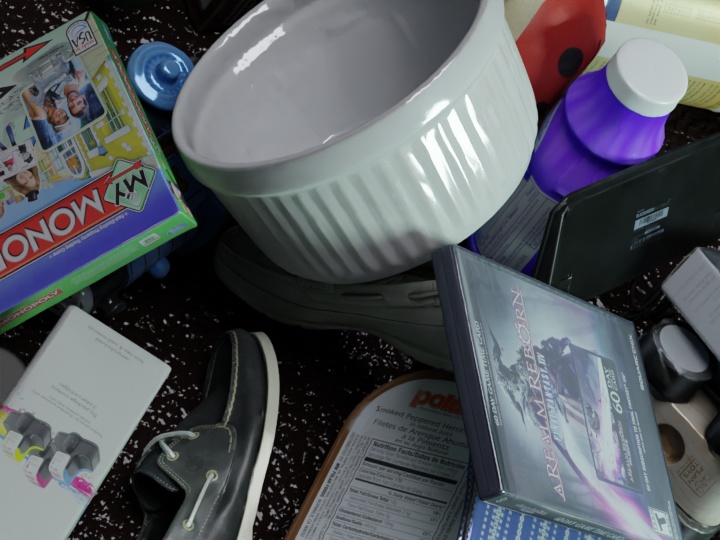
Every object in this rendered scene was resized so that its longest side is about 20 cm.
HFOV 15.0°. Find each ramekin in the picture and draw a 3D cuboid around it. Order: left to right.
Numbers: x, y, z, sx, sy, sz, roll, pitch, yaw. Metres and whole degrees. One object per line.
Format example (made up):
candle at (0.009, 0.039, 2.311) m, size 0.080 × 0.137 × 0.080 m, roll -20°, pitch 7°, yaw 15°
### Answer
ramekin at (0.005, -0.083, 1.529) m, size 0.105 × 0.199 × 0.200 m, roll 58°, pitch 44°, yaw -31°

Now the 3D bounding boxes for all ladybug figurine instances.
ladybug figurine at (0.088, -0.121, 1.668) m, size 0.072 × 0.200 × 0.136 m, roll 43°, pitch 47°, yaw 3°

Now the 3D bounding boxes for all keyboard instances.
keyboard at (0.162, -0.012, 1.635) m, size 0.021 × 0.128 × 0.200 m, roll 27°, pitch 31°, yaw 33°

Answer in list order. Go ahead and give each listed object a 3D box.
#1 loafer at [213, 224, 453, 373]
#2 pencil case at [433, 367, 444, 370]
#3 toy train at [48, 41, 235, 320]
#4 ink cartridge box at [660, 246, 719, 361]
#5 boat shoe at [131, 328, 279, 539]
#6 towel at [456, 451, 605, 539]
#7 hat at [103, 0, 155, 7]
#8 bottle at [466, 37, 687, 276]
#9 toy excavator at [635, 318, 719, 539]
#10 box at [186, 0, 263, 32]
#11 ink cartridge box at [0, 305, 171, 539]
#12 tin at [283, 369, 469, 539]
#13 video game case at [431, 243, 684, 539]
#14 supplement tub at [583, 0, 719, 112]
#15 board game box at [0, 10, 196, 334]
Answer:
loafer at (0.000, 0.000, 1.581) m, size 0.199 × 0.070 × 0.070 m, roll 15°, pitch 36°, yaw 29°
pencil case at (0.079, 0.118, 1.588) m, size 0.087 × 0.078 × 0.201 m, roll 29°, pitch 48°, yaw -32°
toy train at (-0.138, -0.049, 1.589) m, size 0.114 × 0.087 × 0.200 m, roll 49°, pitch 52°, yaw 2°
ink cartridge box at (0.296, 0.074, 1.649) m, size 0.197 × 0.047 × 0.200 m, roll 8°, pitch 38°, yaw -54°
boat shoe at (-0.090, 0.111, 1.515) m, size 0.067 × 0.072 × 0.201 m, roll 23°, pitch 55°, yaw -16°
towel at (0.108, 0.180, 1.513) m, size 0.200 × 0.024 × 0.145 m, roll 34°, pitch 61°, yaw -45°
hat at (-0.104, -0.275, 1.716) m, size 0.176 × 0.165 × 0.201 m, roll -18°, pitch 88°, yaw -48°
bottle at (0.131, -0.064, 1.651) m, size 0.065 × 0.200 × 0.084 m, roll 31°, pitch 51°, yaw -4°
toy excavator at (0.255, 0.102, 1.681) m, size 0.195 × 0.100 × 0.200 m, roll 47°, pitch 38°, yaw 14°
box at (-0.008, -0.211, 1.738) m, size 0.199 × 0.100 × 0.075 m, roll -6°, pitch 70°, yaw -29°
ink cartridge box at (-0.186, 0.129, 1.430) m, size 0.068 × 0.115 × 0.200 m, roll 33°, pitch 52°, yaw -3°
tin at (0.020, 0.144, 1.516) m, size 0.112 × 0.042 × 0.201 m, roll 15°, pitch 62°, yaw 26°
video game case at (0.111, 0.075, 1.511) m, size 0.200 × 0.019 × 0.144 m, roll 23°, pitch 50°, yaw -53°
supplement tub at (0.208, -0.184, 1.800) m, size 0.199 × 0.144 × 0.145 m, roll 10°, pitch 56°, yaw -20°
board game box at (-0.204, -0.037, 1.503) m, size 0.199 × 0.029 × 0.135 m, roll -29°, pitch 69°, yaw 7°
